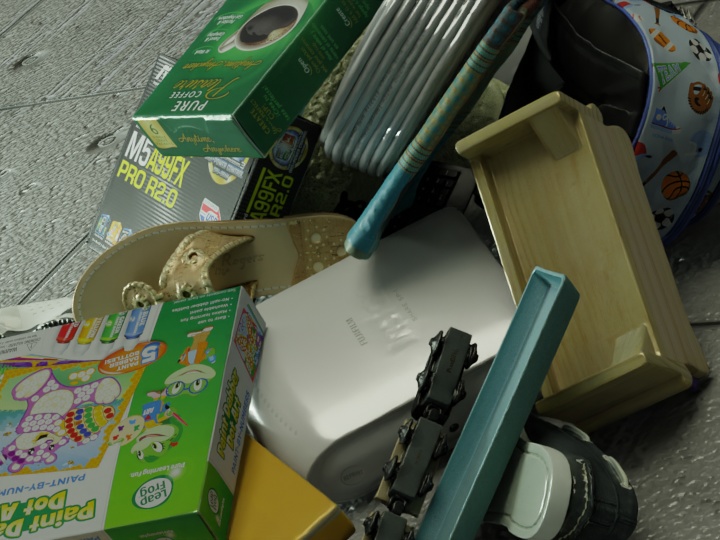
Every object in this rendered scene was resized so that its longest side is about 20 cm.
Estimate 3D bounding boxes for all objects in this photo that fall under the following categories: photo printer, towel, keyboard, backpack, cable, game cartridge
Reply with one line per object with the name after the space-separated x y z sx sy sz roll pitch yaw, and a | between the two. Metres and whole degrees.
0.015 0.059 1.607 0.199 0.070 0.167 -27 42 -6 | photo printer
0.017 -0.085 1.804 0.037 0.148 0.201 102 -166 -71 | towel
0.000 0.000 1.708 0.104 0.040 0.201 9 63 35 | keyboard
0.181 -0.102 1.684 0.153 0.201 0.191 8 19 -18 | backpack
0.042 -0.154 1.688 0.200 0.069 0.200 -57 -2 -30 | cable
0.062 -0.104 1.614 0.200 0.022 0.147 -55 -1 21 | towel
-0.119 0.190 1.513 0.200 0.032 0.176 -42 31 -10 | game cartridge

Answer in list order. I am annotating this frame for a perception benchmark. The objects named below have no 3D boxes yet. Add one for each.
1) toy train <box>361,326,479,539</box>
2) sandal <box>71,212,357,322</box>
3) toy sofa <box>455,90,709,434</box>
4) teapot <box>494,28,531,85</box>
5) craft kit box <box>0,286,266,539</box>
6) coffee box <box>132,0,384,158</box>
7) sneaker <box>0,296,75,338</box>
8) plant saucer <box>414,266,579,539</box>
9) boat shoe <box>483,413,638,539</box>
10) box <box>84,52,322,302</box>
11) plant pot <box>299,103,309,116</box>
0.029 0.124 1.477 0.046 0.034 0.201 117 175 -58 | toy train
-0.094 0.002 1.649 0.211 0.078 0.070 -12 7 -5 | sandal
0.140 -0.004 1.530 0.083 0.201 0.097 -27 -23 25 | toy sofa
0.087 -0.222 2.021 0.199 0.147 0.197 -22 18 -19 | teapot
-0.170 0.110 1.562 0.199 0.049 0.198 -13 44 19 | craft kit box
-0.060 -0.161 1.697 0.123 0.044 0.200 3 49 48 | coffee box
-0.252 0.058 1.911 0.199 0.074 0.080 -1 19 34 | sneaker
0.078 0.094 1.432 0.201 0.019 0.070 -65 12 0 | plant saucer
0.109 0.126 1.438 0.060 0.076 0.200 15 9 -13 | boat shoe
-0.119 -0.060 1.774 0.200 0.044 0.161 31 101 56 | box
-0.040 -0.107 1.895 0.200 0.141 0.141 -58 -6 -31 | plant pot
